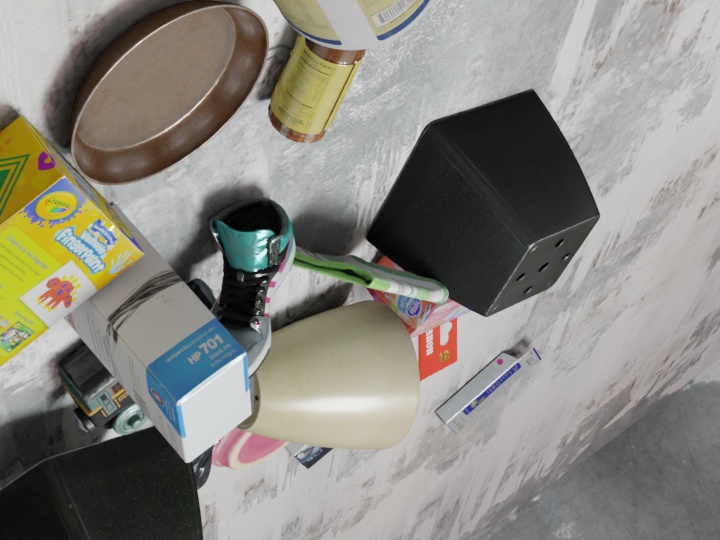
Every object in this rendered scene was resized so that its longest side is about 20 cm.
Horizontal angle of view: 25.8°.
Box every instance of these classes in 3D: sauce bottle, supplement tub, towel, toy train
[{"bbox_3d":[-0.025,-0.204,1.422,0.066,0.066,0.200,-21,151,-42],"label":"sauce bottle"},{"bbox_3d":[-0.022,-0.267,1.188,0.144,0.145,0.200,-41,160,0],"label":"supplement tub"},{"bbox_3d":[0.000,0.000,1.784,0.200,0.149,0.031,14,91,-63],"label":"towel"},{"bbox_3d":[-0.223,0.090,1.648,0.200,0.085,0.114,-37,149,-11],"label":"toy train"}]

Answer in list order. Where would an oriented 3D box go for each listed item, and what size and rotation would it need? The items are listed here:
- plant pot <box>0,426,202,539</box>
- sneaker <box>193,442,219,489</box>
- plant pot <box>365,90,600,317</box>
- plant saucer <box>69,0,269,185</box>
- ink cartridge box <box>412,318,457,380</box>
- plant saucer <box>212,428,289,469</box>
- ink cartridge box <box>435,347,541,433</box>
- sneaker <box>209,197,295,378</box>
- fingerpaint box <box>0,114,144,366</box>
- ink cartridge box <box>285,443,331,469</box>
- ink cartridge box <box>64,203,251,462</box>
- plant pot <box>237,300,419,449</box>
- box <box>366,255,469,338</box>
[{"bbox_3d":[-0.285,0.297,1.718,0.200,0.178,0.199,-35,166,38],"label":"plant pot"},{"bbox_3d":[-0.249,0.255,1.927,0.200,0.075,0.114,-39,157,-12],"label":"sneaker"},{"bbox_3d":[0.160,-0.066,1.865,0.199,0.178,0.200,-20,151,-41],"label":"plant pot"},{"bbox_3d":[-0.166,-0.154,1.319,0.200,0.035,0.200,-36,159,-16],"label":"plant saucer"},{"bbox_3d":[0.072,0.128,2.213,0.199,0.047,0.161,-28,137,-26],"label":"ink cartridge box"},{"bbox_3d":[-0.124,0.193,2.062,0.200,0.051,0.201,-34,158,-16],"label":"plant saucer"},{"bbox_3d":[0.220,0.197,2.691,0.200,0.037,0.095,-39,159,2],"label":"ink cartridge box"},{"bbox_3d":[-0.116,0.006,1.581,0.121,0.083,0.201,80,21,-56],"label":"sneaker"},{"bbox_3d":[-0.292,-0.019,1.307,0.167,0.073,0.200,-38,160,-1],"label":"fingerpaint box"},{"bbox_3d":[-0.021,0.204,2.281,0.200,0.039,0.099,-41,159,-3],"label":"ink cartridge box"},{"bbox_3d":[-0.195,0.060,1.459,0.086,0.200,0.147,-35,159,-19],"label":"ink cartridge box"},{"bbox_3d":[-0.062,0.135,1.915,0.199,0.188,0.188,-3,140,-36],"label":"plant pot"},{"bbox_3d":[0.116,0.002,2.008,0.200,0.103,0.095,-23,163,-41],"label":"box"}]
